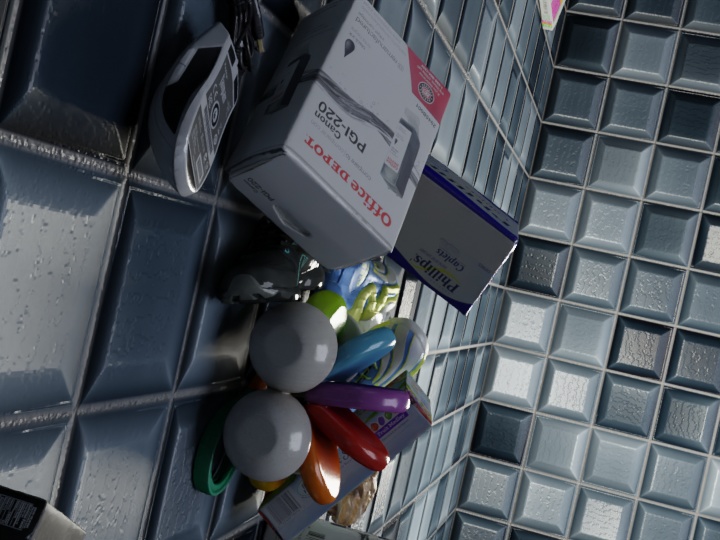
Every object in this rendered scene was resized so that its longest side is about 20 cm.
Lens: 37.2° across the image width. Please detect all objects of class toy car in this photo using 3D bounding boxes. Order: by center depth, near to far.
[{"bbox_3d":[-0.029,0.124,1.017,0.175,0.149,0.201,23,83,-75],"label":"toy car"}]

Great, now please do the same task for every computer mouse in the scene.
[{"bbox_3d":[-0.114,-0.140,0.767,0.110,0.044,0.201,93,11,-51],"label":"computer mouse"}]

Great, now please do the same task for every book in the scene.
[{"bbox_3d":[0.465,-0.682,2.577,0.200,0.048,0.134,48,58,-72],"label":"book"}]

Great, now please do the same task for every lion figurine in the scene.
[{"bbox_3d":[0.001,0.261,1.516,0.200,0.072,0.123,-65,169,-54],"label":"lion figurine"}]

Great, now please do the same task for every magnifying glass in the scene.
[{"bbox_3d":[-0.113,0.139,1.056,0.200,0.022,0.080,-62,159,-50],"label":"magnifying glass"}]

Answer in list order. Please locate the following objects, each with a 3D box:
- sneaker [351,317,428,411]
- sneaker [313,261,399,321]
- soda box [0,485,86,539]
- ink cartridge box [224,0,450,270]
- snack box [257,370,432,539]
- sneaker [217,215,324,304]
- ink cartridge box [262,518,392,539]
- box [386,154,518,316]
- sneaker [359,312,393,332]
[{"bbox_3d":[-0.001,0.133,1.254,0.105,0.076,0.200,-43,178,-45],"label":"sneaker"},{"bbox_3d":[0.000,0.000,1.237,0.200,0.075,0.105,-43,143,-65],"label":"sneaker"},{"bbox_3d":[-0.227,0.221,0.586,0.071,0.063,0.201,76,30,-61],"label":"soda box"},{"bbox_3d":[-0.015,-0.124,0.954,0.146,0.085,0.201,42,54,-29],"label":"ink cartridge box"},{"bbox_3d":[-0.013,0.198,1.163,0.200,0.053,0.142,-39,-178,5],"label":"snack box"},{"bbox_3d":[-0.083,-0.013,0.973,0.200,0.075,0.080,-33,121,-79],"label":"sneaker"},{"bbox_3d":[-0.023,0.375,1.248,0.084,0.199,0.145,49,55,-73],"label":"ink cartridge box"},{"bbox_3d":[0.085,-0.059,1.239,0.105,0.184,0.200,-53,179,12],"label":"box"},{"bbox_3d":[0.035,0.086,1.431,0.200,0.099,0.078,80,27,-58],"label":"sneaker"}]
